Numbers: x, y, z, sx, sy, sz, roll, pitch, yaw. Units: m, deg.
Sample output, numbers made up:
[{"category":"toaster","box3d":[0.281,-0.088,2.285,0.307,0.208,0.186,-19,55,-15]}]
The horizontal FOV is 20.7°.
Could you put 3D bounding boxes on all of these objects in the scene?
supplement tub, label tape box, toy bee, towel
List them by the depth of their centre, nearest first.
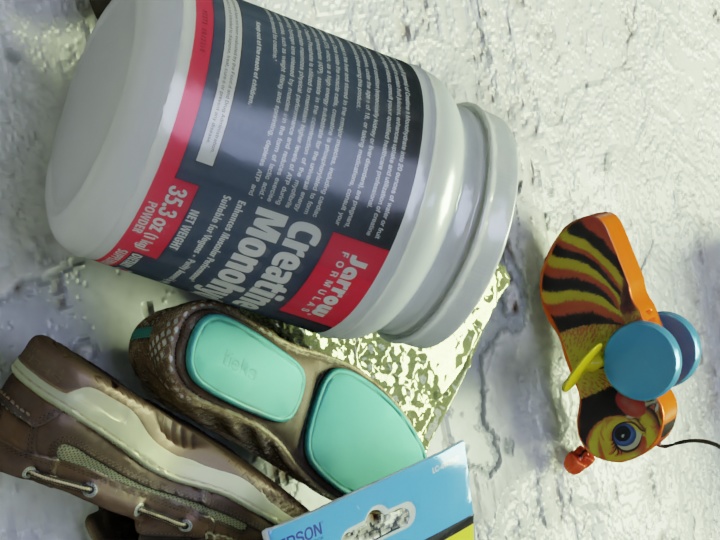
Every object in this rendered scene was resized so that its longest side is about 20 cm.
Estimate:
[{"category":"supplement tub","box3d":[-0.039,-0.049,0.955,0.199,0.140,0.141,19,72,-21]},{"category":"label tape box","box3d":[-0.007,0.196,1.019,0.143,0.066,0.201,-21,112,-42]},{"category":"towel","box3d":[0.000,0.000,1.095,0.200,0.036,0.149,47,57,-31]},{"category":"toy bee","box3d":[0.155,0.072,1.201,0.131,0.108,0.201,22,39,-54]}]

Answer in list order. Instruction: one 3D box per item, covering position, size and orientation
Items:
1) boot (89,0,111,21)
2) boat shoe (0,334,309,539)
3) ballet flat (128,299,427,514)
[{"category":"boot","box3d":[-0.153,-0.212,0.965,0.096,0.075,0.201,-6,101,-19]},{"category":"boat shoe","box3d":[-0.107,0.107,0.969,0.202,0.075,0.075,37,85,-36]},{"category":"ballet flat","box3d":[-0.043,0.068,1.024,0.200,0.065,0.071,39,66,-39]}]
